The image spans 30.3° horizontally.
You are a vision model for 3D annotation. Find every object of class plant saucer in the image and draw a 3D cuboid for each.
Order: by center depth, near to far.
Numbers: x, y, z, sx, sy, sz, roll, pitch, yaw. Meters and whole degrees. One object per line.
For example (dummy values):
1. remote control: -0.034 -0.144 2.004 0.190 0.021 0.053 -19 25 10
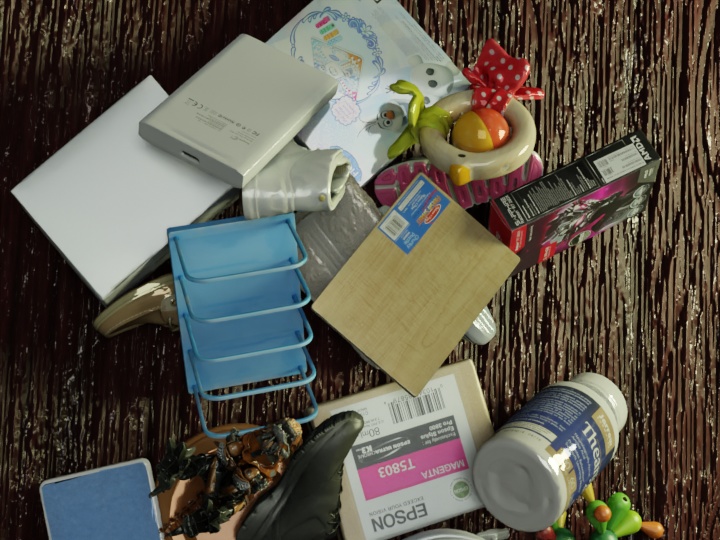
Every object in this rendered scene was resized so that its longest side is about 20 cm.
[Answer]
1. plant saucer: -0.137 0.272 1.485 0.197 0.037 0.203 1 82 -7

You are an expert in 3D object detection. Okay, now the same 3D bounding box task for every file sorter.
1. file sorter: -0.120 0.059 1.421 0.137 0.123 0.202 -10 118 -12

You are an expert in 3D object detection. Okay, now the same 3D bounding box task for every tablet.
1. tablet: -0.274 0.318 1.463 0.129 0.014 0.202 -13 85 4

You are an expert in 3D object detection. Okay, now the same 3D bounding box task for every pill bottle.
1. pill bottle: 0.216 0.191 1.462 0.112 0.111 0.199 55 42 2

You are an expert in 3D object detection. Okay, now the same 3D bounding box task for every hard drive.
1. hard drive: -0.129 -0.176 1.437 0.131 0.026 0.200 27 46 13

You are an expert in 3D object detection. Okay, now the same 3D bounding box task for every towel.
1. towel: 0.000 0.000 1.502 0.132 0.034 0.200 -42 89 27

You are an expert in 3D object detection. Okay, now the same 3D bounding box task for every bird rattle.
1. bird rattle: 0.127 -0.160 1.483 0.198 0.113 0.164 -15 50 -22

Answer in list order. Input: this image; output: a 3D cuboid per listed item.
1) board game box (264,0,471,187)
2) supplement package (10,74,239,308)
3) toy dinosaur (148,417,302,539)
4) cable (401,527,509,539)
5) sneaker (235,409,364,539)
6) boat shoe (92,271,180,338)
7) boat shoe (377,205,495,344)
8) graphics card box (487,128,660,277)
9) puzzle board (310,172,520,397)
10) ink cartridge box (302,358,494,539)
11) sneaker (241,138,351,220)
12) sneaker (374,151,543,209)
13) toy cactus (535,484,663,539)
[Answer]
1. board game box: -0.008 -0.223 1.557 0.199 0.043 0.200 -42 90 -11
2. supplement package: -0.256 -0.084 1.475 0.200 0.111 0.156 -41 90 -10
3. toy dinosaur: -0.143 0.228 1.399 0.102 0.135 0.201 36 110 25
4. cable: 0.094 0.391 1.482 0.197 0.069 0.203 -1 83 -7
5. sneaker: -0.048 0.237 1.425 0.090 0.076 0.201 37 107 3
6. boat shoe: -0.200 0.035 1.488 0.198 0.071 0.065 -25 86 -11
7. boat shoe: 0.073 0.013 1.536 0.200 0.072 0.062 48 117 -1
8. graphics card box: 0.241 -0.074 1.527 0.198 0.126 0.051 -26 65 -11
9. puzzle board: 0.062 0.014 1.454 0.150 0.017 0.201 40 73 -3
10. ink cartridge box: 0.052 0.206 1.497 0.198 0.075 0.167 -17 84 -9
11. sneaker: -0.066 -0.111 1.465 0.114 0.201 0.074 -3 118 2
12. sneaker: 0.115 -0.113 1.549 0.198 0.088 0.075 -11 110 14
13. toy cactus: 0.273 0.334 1.509 0.198 0.102 0.166 26 90 -12
